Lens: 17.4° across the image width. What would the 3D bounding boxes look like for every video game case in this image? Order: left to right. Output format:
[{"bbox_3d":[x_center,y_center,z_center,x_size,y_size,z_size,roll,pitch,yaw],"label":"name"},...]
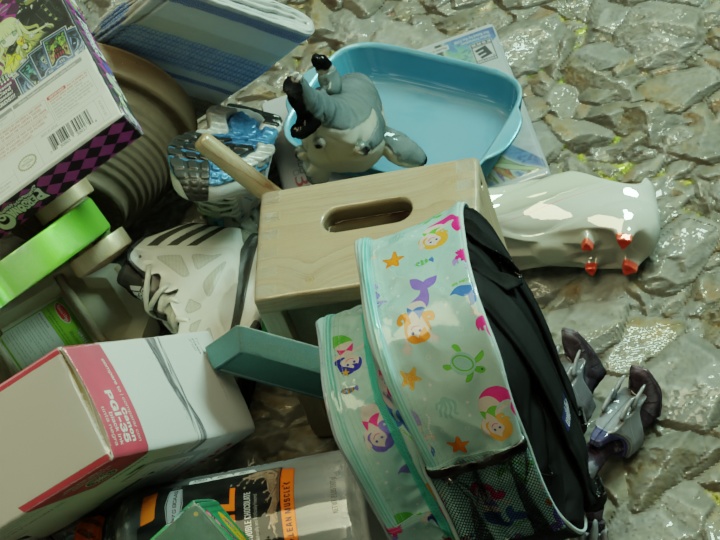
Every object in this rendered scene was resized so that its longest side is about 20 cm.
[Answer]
[{"bbox_3d":[-0.270,-0.106,1.682,0.200,0.036,0.181,-36,53,7],"label":"video game case"},{"bbox_3d":[0.033,-0.098,1.832,0.199,0.022,0.183,-19,47,2],"label":"video game case"}]

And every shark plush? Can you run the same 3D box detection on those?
[{"bbox_3d":[-0.029,-0.115,1.691,0.091,0.200,0.084,-10,82,27],"label":"shark plush"}]

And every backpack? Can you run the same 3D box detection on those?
[{"bbox_3d":[0.054,0.066,1.456,0.150,0.200,0.178,-15,37,7],"label":"backpack"}]

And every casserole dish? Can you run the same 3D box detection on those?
[{"bbox_3d":[0.035,-0.111,1.802,0.200,0.039,0.121,16,57,29],"label":"casserole dish"}]

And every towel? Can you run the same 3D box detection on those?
[{"bbox_3d":[-0.148,-0.162,1.789,0.200,0.147,0.024,-32,56,41],"label":"towel"}]

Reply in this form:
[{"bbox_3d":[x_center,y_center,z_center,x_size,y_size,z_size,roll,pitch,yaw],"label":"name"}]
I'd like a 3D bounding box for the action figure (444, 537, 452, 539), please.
[{"bbox_3d":[0.076,0.265,1.476,0.065,0.099,0.201,-13,69,4],"label":"action figure"}]

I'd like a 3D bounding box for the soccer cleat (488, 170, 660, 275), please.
[{"bbox_3d":[0.120,-0.036,1.721,0.199,0.069,0.078,2,45,12],"label":"soccer cleat"}]

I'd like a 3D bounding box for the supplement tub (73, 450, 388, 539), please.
[{"bbox_3d":[-0.080,0.192,1.545,0.199,0.123,0.123,-12,47,9],"label":"supplement tub"}]

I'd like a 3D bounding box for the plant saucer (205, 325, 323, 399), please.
[{"bbox_3d":[-0.003,0.077,1.589,0.199,0.070,0.019,15,70,-19],"label":"plant saucer"}]

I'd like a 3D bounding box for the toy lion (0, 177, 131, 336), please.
[{"bbox_3d":[-0.274,0.024,1.660,0.200,0.069,0.192,-34,5,13],"label":"toy lion"}]

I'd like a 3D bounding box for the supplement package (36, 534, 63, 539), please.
[{"bbox_3d":[-0.282,0.188,1.606,0.121,0.120,0.200,-26,45,16],"label":"supplement package"}]

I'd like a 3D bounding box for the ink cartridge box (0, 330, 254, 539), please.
[{"bbox_3d":[-0.180,0.111,1.547,0.146,0.200,0.083,-32,78,22],"label":"ink cartridge box"}]

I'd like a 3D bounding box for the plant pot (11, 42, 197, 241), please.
[{"bbox_3d":[-0.226,-0.081,1.790,0.200,0.201,0.093,-6,56,14],"label":"plant pot"}]

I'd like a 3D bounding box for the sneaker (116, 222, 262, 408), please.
[{"bbox_3d":[-0.128,0.045,1.706,0.115,0.076,0.201,11,47,5],"label":"sneaker"}]

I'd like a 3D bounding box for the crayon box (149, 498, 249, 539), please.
[{"bbox_3d":[-0.075,0.254,1.449,0.119,0.058,0.200,-43,81,4],"label":"crayon box"}]

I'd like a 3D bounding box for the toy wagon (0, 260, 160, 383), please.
[{"bbox_3d":[-0.212,0.048,1.777,0.200,0.040,0.155,-31,47,-10],"label":"toy wagon"}]

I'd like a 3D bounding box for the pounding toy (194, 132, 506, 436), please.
[{"bbox_3d":[0.000,0.000,1.644,0.199,0.184,0.142,-9,47,12],"label":"pounding toy"}]

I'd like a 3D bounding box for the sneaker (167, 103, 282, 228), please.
[{"bbox_3d":[-0.100,-0.065,1.766,0.075,0.087,0.200,12,15,7],"label":"sneaker"}]

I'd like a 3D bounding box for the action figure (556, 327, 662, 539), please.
[{"bbox_3d":[0.121,0.142,1.559,0.130,0.069,0.200,21,63,24],"label":"action figure"}]
